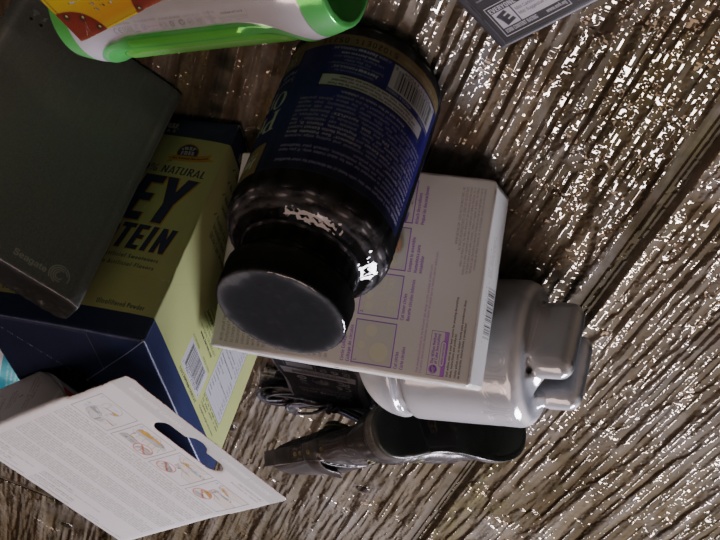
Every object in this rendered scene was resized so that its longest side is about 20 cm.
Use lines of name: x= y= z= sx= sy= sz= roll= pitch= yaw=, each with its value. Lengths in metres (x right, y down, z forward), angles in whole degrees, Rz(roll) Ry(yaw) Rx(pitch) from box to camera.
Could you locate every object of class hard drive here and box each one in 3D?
hard drive: x=-0.221 y=-0.084 z=0.881 sx=0.139 sy=0.202 sz=0.033 roll=33 pitch=143 yaw=-20

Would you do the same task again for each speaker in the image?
speaker: x=-0.097 y=-0.178 z=0.792 sx=0.197 sy=0.089 sz=0.089 roll=-1 pitch=141 yaw=27

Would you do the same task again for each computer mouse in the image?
computer mouse: x=-0.034 y=0.083 z=1.153 sx=0.136 sy=0.053 sz=0.201 roll=13 pitch=157 yaw=7

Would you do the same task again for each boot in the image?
boot: x=0.032 y=0.152 z=1.157 sx=0.198 sy=0.070 sz=0.173 roll=5 pitch=161 yaw=-34

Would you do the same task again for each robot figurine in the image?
robot figurine: x=0.080 y=0.062 z=1.006 sx=0.197 sy=0.114 sz=0.171 roll=2 pitch=136 yaw=24

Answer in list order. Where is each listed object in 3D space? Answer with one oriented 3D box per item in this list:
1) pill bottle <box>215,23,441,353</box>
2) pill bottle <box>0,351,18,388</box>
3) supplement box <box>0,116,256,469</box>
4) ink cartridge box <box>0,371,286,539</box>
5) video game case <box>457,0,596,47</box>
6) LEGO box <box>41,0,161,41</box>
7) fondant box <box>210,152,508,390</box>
pill bottle: x=-0.021 y=-0.053 z=0.822 sx=0.110 sy=0.202 sz=0.113 roll=13 pitch=146 yaw=9
pill bottle: x=-0.288 y=0.084 z=1.223 sx=0.197 sy=0.112 sz=0.111 roll=17 pitch=146 yaw=3
supplement box: x=-0.165 y=0.019 z=0.992 sx=0.132 sy=0.202 sz=0.201 roll=8 pitch=144 yaw=16
ink cartridge box: x=-0.167 y=0.128 z=0.931 sx=0.199 sy=0.058 sz=0.162 roll=-25 pitch=126 yaw=36
video game case: x=0.096 y=-0.224 z=0.688 sx=0.180 sy=0.026 sz=0.199 roll=40 pitch=142 yaw=-27
LEGO box: x=-0.165 y=-0.250 z=0.673 sx=0.076 sy=0.150 sz=0.200 roll=-14 pitch=134 yaw=38
fondant box: x=0.000 y=0.000 z=0.931 sx=0.197 sy=0.147 sz=0.058 roll=8 pitch=175 yaw=16
